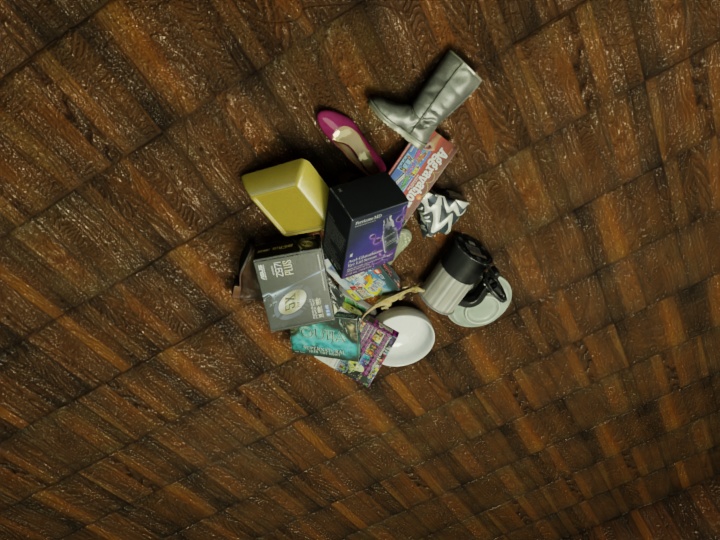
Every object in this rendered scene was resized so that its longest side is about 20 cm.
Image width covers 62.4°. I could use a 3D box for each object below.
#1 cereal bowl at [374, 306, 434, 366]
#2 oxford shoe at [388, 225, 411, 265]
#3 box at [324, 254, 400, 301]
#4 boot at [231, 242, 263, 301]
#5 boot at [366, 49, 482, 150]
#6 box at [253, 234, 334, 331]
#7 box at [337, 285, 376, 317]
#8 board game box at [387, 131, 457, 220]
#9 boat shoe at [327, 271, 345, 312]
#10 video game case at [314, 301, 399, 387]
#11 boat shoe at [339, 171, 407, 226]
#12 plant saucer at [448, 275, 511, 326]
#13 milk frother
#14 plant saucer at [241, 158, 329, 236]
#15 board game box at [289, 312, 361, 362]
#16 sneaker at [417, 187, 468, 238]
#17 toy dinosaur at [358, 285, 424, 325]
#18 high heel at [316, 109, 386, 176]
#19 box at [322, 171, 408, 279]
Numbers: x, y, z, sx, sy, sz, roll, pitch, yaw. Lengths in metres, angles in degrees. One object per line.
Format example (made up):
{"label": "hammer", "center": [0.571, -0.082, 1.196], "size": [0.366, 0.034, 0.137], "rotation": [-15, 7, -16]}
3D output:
{"label": "cereal bowl", "center": [0.109, 0.177, 1.701], "size": [0.197, 0.084, 0.202], "rotation": [-5, 128, -7]}
{"label": "oxford shoe", "center": [0.061, -0.058, 1.530], "size": [0.074, 0.058, 0.200], "rotation": [19, 137, -30]}
{"label": "box", "center": [0.000, 0.000, 1.530], "size": [0.135, 0.038, 0.200], "rotation": [-16, 139, 24]}
{"label": "boot", "center": [-0.218, 0.019, 1.530], "size": [0.197, 0.065, 0.187], "rotation": [12, 133, -17]}
{"label": "boot", "center": [0.136, -0.384, 1.277], "size": [0.181, 0.073, 0.200], "rotation": [30, 116, -22]}
{"label": "box", "center": [-0.158, 0.031, 1.445], "size": [0.161, 0.086, 0.203], "rotation": [-9, 117, -1]}
{"label": "box", "center": [-0.070, 0.146, 1.673], "size": [0.143, 0.037, 0.200], "rotation": [31, 115, -29]}
{"label": "board game box", "center": [0.125, -0.226, 1.368], "size": [0.102, 0.019, 0.201], "rotation": [34, 97, -9]}
{"label": "boat shoe", "center": [-0.101, 0.016, 1.545], "size": [0.066, 0.074, 0.201], "rotation": [-40, 105, -24]}
{"label": "video game case", "center": [-0.014, 0.206, 1.642], "size": [0.180, 0.036, 0.201], "rotation": [28, 121, 2]}
{"label": "boat shoe", "center": [0.034, -0.175, 1.424], "size": [0.199, 0.068, 0.072], "rotation": [36, 96, -29]}
{"label": "plant saucer", "center": [0.344, 0.099, 1.707], "size": [0.197, 0.051, 0.202], "rotation": [-5, 128, -6]}
{"label": "milk frother", "center": [0.270, 0.047, 1.544], "size": [0.179, 0.201, 0.189], "rotation": [28, 120, -6]}
{"label": "plant saucer", "center": [-0.153, -0.149, 1.358], "size": [0.198, 0.049, 0.200], "rotation": [-8, 139, 33]}
{"label": "board game box", "center": [-0.097, 0.173, 1.614], "size": [0.197, 0.028, 0.137], "rotation": [5, 117, 16]}
{"label": "sneaker", "center": [0.157, -0.142, 1.462], "size": [0.197, 0.080, 0.131], "rotation": [9, 118, -29]}
{"label": "toy dinosaur", "center": [0.072, 0.076, 1.594], "size": [0.198, 0.101, 0.059], "rotation": [-27, 88, -2]}
{"label": "high heel", "center": [-0.016, -0.275, 1.315], "size": [0.199, 0.097, 0.067], "rotation": [32, 117, -30]}
{"label": "box", "center": [0.006, -0.099, 1.319], "size": [0.146, 0.105, 0.201], "rotation": [-20, 147, -23]}
